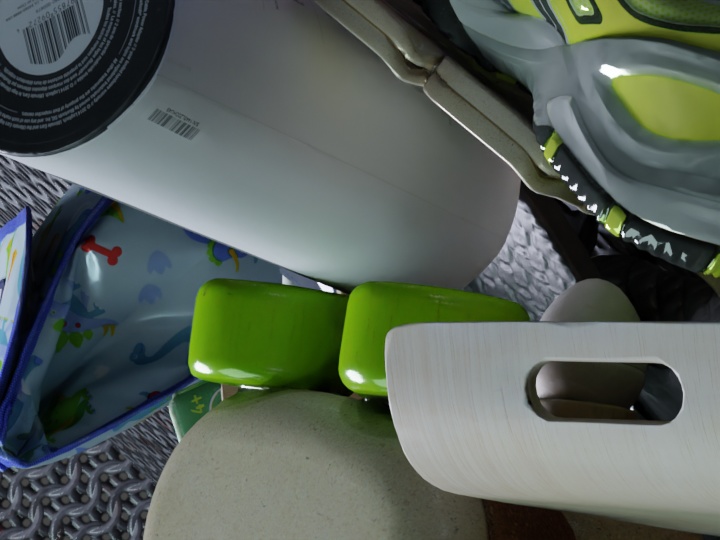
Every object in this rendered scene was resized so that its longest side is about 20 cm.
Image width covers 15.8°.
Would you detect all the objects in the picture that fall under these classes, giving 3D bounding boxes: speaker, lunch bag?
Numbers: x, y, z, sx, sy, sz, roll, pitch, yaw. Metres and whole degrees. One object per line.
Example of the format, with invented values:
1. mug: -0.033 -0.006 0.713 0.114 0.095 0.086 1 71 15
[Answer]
1. speaker: -0.030 -0.047 0.749 0.081 0.081 0.200 34 -174 32
2. lunch bag: -0.116 0.014 1.239 0.127 0.200 0.170 43 169 -8

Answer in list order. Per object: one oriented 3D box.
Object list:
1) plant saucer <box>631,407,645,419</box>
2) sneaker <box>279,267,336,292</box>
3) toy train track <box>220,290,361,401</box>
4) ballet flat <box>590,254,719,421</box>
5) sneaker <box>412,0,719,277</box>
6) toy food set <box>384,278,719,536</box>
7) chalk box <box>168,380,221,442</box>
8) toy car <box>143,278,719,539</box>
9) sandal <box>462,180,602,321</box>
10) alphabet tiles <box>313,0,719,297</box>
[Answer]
1. plant saucer: 0.158 0.113 1.085 0.200 0.050 0.200 39 168 10
2. sneaker: 0.005 -0.017 1.043 0.078 0.079 0.200 32 163 42
3. toy train track: 0.000 0.000 0.932 0.033 0.114 0.201 156 109 -76
4. ballet flat: 0.123 0.025 0.906 0.067 0.057 0.200 59 171 -15
5. sneaker: 0.067 -0.079 0.675 0.075 0.077 0.200 10 -151 -39
6. toy food set: 0.122 0.040 0.696 0.143 0.061 0.199 -2 170 43
7. chalk box: 0.009 0.093 0.999 0.125 0.199 0.124 69 -170 20
8. toy car: 0.047 0.099 0.812 0.199 0.165 0.157 11 174 -36
9. sandal: 0.045 -0.043 0.895 0.201 0.045 0.075 60 152 0
10. alphabet tiles: 0.055 -0.042 0.763 0.195 0.015 0.200 41 -170 23
